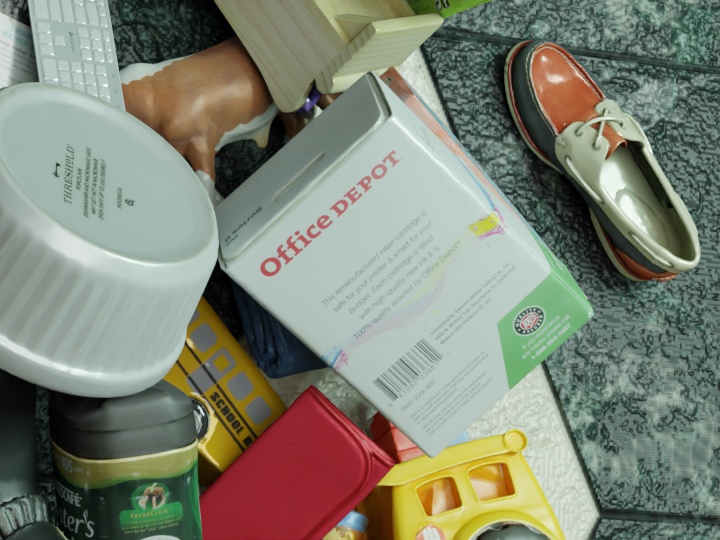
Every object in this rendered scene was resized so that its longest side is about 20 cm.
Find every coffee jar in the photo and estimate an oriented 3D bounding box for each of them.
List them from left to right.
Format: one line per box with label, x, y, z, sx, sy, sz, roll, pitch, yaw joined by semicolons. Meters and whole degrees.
coffee jar;-0.144;0.162;1.641;0.085;0.104;0.200;-8;102;-20

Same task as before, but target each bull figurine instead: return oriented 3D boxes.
bull figurine;-0.097;-0.101;1.747;0.200;0.065;0.121;-26;97;-22

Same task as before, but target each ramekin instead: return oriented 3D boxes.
ramekin;-0.176;-0.026;1.576;0.202;0.094;0.202;28;31;-18

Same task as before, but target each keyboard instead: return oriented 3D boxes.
keyboard;-0.191;-0.186;1.696;0.056;0.011;0.200;9;55;-33

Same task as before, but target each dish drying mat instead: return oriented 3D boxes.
dish drying mat;-0.072;0.167;1.695;0.077;0.018;0.200;43;107;-4

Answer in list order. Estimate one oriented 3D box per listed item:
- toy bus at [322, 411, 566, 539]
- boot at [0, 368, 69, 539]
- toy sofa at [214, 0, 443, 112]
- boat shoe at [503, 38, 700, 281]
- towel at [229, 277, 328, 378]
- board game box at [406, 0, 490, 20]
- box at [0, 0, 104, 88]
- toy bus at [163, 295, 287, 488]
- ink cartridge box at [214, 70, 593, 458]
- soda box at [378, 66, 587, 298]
toy bus;0.029;0.172;1.749;0.200;0.136;0.192;-15;78;-21
boot;-0.210;0.147;1.576;0.079;0.211;0.158;-16;48;-21
toy sofa;-0.047;-0.205;1.740;0.200;0.098;0.083;55;33;13
boat shoe;0.174;-0.080;1.864;0.071;0.063;0.200;-34;97;-20
towel;0.000;0.000;1.770;0.200;0.049;0.112;-16;94;-39
board game box;0.047;-0.218;1.745;0.048;0.200;0.102;-26;96;-24
box;-0.242;-0.084;1.690;0.082;0.049;0.200;26;76;-20
toy bus;-0.128;0.055;1.718;0.078;0.065;0.200;-41;101;-21
ink cartridge box;0.024;-0.004;1.659;0.145;0.088;0.200;-42;116;10
soda box;0.061;-0.038;1.735;0.068;0.064;0.200;-40;115;5
